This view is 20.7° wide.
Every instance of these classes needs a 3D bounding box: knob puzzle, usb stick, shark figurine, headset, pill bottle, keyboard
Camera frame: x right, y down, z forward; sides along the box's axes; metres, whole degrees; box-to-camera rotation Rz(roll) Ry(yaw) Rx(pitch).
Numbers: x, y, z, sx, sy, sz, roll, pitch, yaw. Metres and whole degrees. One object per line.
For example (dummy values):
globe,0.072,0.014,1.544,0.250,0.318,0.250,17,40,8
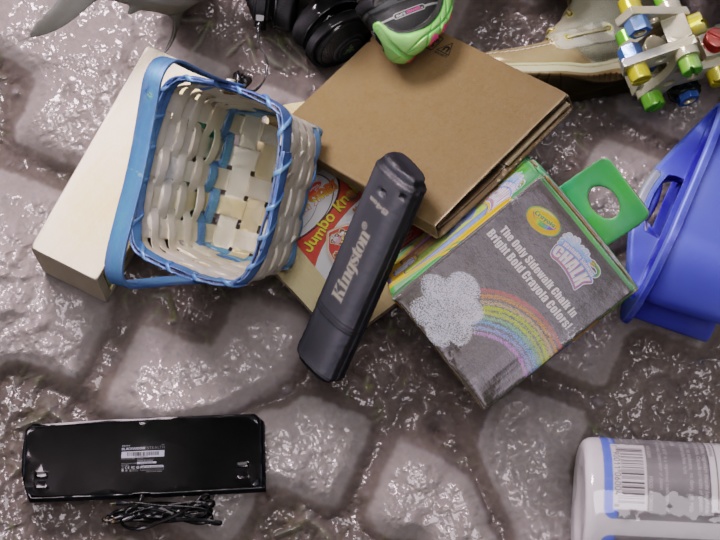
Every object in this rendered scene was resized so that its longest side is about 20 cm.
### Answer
knob puzzle,-0.011,-0.060,1.673,0.219,0.030,0.220,0,73,0
usb stick,0.000,0.000,1.568,0.033,0.200,0.055,2,34,-36
shark figurine,-0.174,-0.222,1.651,0.128,0.214,0.090,22,115,15
headset,-0.051,-0.216,1.709,0.123,0.094,0.200,33,61,13
pill bottle,0.272,0.193,1.563,0.200,0.114,0.114,4,74,0
keyboard,-0.177,0.171,1.615,0.200,0.040,0.104,-2,51,0

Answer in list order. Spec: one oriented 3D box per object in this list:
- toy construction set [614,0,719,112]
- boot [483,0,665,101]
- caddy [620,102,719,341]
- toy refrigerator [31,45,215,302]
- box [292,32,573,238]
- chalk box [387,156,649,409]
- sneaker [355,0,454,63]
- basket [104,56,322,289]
toy construction set,0.294,-0.184,1.600,0.200,0.131,0.092,-2,68,-6
boot,0.185,-0.228,1.701,0.200,0.072,0.155,-7,76,-8
caddy,0.274,-0.039,1.615,0.105,0.141,0.200,25,75,1
toy refrigerator,-0.193,-0.079,1.655,0.070,0.076,0.200,27,75,7
box,0.048,-0.124,1.622,0.163,0.021,0.200,-45,50,-17
chalk box,0.133,-0.008,1.573,0.200,0.124,0.124,-39,101,4
sneaker,0.043,-0.262,1.664,0.084,0.077,0.200,40,38,-23
basket,-0.125,-0.068,1.553,0.139,0.200,0.176,16,93,24
